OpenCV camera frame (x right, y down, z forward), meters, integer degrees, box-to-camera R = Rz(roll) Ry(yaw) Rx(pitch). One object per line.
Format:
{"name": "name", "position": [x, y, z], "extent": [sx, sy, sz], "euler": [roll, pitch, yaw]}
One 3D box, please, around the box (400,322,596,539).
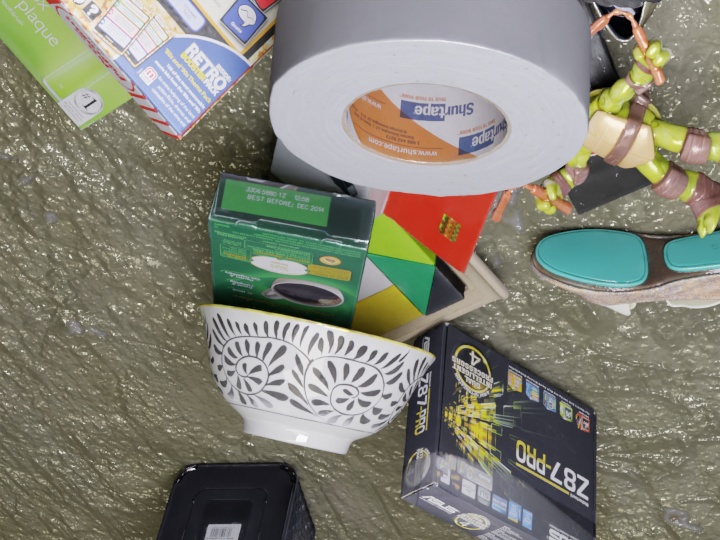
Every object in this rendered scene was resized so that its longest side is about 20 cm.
{"name": "box", "position": [0.125, 0.160, 1.210], "extent": [0.199, 0.162, 0.049], "euler": [32, 139, -28]}

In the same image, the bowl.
{"name": "bowl", "position": [-0.044, 0.094, 1.124], "extent": [0.199, 0.095, 0.201], "euler": [12, 172, 2]}

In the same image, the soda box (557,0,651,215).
{"name": "soda box", "position": [0.149, -0.141, 1.004], "extent": [0.070, 0.064, 0.201], "euler": [-22, 125, 13]}

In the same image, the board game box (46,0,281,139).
{"name": "board game box", "position": [-0.098, -0.208, 0.879], "extent": [0.200, 0.046, 0.152], "euler": [-45, 113, -9]}

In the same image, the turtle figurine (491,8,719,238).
{"name": "turtle figurine", "position": [0.186, -0.086, 0.967], "extent": [0.160, 0.065, 0.201], "euler": [26, 130, -3]}

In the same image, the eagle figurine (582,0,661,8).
{"name": "eagle figurine", "position": [0.107, -0.235, 0.834], "extent": [0.198, 0.152, 0.152], "euler": [-11, 154, -19]}

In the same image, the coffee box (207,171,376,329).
{"name": "coffee box", "position": [-0.056, -0.008, 1.082], "extent": [0.122, 0.044, 0.200], "euler": [11, 158, 1]}

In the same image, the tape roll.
{"name": "tape roll", "position": [0.043, -0.117, 0.855], "extent": [0.198, 0.067, 0.201], "euler": [4, 157, 2]}

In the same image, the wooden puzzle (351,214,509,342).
{"name": "wooden puzzle", "position": [0.000, 0.000, 1.180], "extent": [0.199, 0.037, 0.185], "euler": [-23, 126, 34]}

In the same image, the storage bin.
{"name": "storage bin", "position": [-0.131, 0.299, 1.382], "extent": [0.134, 0.201, 0.094], "euler": [-3, 133, 14]}

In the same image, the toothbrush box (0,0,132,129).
{"name": "toothbrush box", "position": [-0.166, -0.216, 0.981], "extent": [0.199, 0.086, 0.146], "euler": [-26, 116, 29]}

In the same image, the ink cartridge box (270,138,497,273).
{"name": "ink cartridge box", "position": [0.024, -0.101, 1.013], "extent": [0.173, 0.043, 0.201], "euler": [38, 140, 18]}

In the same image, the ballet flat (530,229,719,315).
{"name": "ballet flat", "position": [0.240, 0.007, 1.132], "extent": [0.198, 0.069, 0.068], "euler": [1, 140, 13]}

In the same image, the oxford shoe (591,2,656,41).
{"name": "oxford shoe", "position": [0.164, -0.245, 0.902], "extent": [0.070, 0.074, 0.201], "euler": [-11, 126, 21]}
